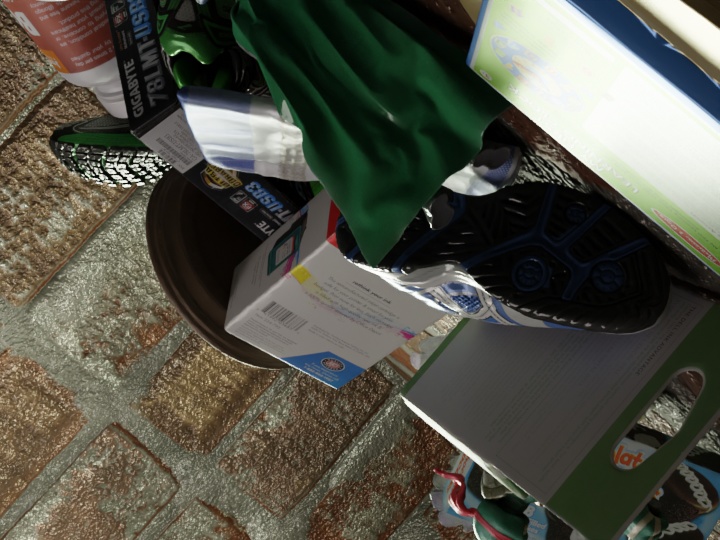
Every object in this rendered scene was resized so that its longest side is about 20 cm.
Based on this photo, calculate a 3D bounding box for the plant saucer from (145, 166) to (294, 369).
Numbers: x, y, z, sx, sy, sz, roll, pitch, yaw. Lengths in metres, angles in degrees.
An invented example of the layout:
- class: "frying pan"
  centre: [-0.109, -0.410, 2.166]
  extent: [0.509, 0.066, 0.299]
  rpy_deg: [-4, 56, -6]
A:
- class: "plant saucer"
  centre: [-0.090, -0.014, 0.989]
  extent: [0.199, 0.029, 0.201]
  rpy_deg: [28, -134, -33]

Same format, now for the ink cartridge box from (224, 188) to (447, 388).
- class: "ink cartridge box"
  centre: [0.000, 0.000, 0.885]
  extent: [0.116, 0.200, 0.068]
  rpy_deg: [30, -136, -25]

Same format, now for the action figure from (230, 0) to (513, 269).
- class: "action figure"
  centre: [-0.009, -0.109, 0.613]
  extent: [0.200, 0.118, 0.055]
  rpy_deg: [49, -171, 25]

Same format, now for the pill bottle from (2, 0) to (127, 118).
- class: "pill bottle"
  centre: [-0.233, -0.229, 0.988]
  extent: [0.112, 0.112, 0.200]
  rpy_deg: [36, 164, 49]

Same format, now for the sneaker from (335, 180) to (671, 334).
- class: "sneaker"
  centre: [0.085, -0.007, 0.670]
  extent: [0.199, 0.076, 0.077]
  rpy_deg: [17, 167, 33]

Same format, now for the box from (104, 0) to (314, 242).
- class: "box"
  centre: [-0.117, -0.132, 0.931]
  extent: [0.198, 0.050, 0.201]
  rpy_deg: [44, -159, -49]

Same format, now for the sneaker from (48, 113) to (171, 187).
- class: "sneaker"
  centre: [-0.188, -0.134, 1.089]
  extent: [0.078, 0.199, 0.086]
  rpy_deg: [114, 143, -66]

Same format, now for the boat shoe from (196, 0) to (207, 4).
- class: "boat shoe"
  centre: [-0.062, -0.185, 0.520]
  extent: [0.072, 0.072, 0.200]
  rpy_deg: [47, 164, -3]

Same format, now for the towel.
- class: "towel"
  centre: [-0.007, -0.070, 0.713]
  extent: [0.199, 0.024, 0.147]
  rpy_deg: [11, 173, -2]

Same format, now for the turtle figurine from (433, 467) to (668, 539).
- class: "turtle figurine"
  centre: [0.129, 0.116, 0.729]
  extent: [0.101, 0.201, 0.150]
  rpy_deg: [36, 176, -29]

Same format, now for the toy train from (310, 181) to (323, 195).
- class: "toy train"
  centre: [-0.100, -0.141, 1.136]
  extent: [0.200, 0.056, 0.042]
  rpy_deg: [40, 176, 15]

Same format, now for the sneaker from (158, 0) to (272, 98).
- class: "sneaker"
  centre: [-0.096, -0.143, 0.767]
  extent: [0.078, 0.086, 0.200]
  rpy_deg: [13, 170, 10]

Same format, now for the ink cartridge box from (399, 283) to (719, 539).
- class: "ink cartridge box"
  centre: [0.126, 0.064, 0.655]
  extent: [0.048, 0.146, 0.200]
  rpy_deg: [46, 173, -35]

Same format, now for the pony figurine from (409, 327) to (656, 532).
- class: "pony figurine"
  centre: [0.129, 0.117, 1.009]
  extent: [0.200, 0.192, 0.168]
  rpy_deg: [-162, 65, -74]

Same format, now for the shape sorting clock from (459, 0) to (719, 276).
- class: "shape sorting clock"
  centre: [0.105, -0.060, 0.407]
  extent: [0.200, 0.039, 0.200]
  rpy_deg: [40, 175, 4]

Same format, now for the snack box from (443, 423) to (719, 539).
- class: "snack box"
  centre: [0.177, 0.167, 0.909]
  extent: [0.199, 0.117, 0.037]
  rpy_deg: [21, -159, -7]
